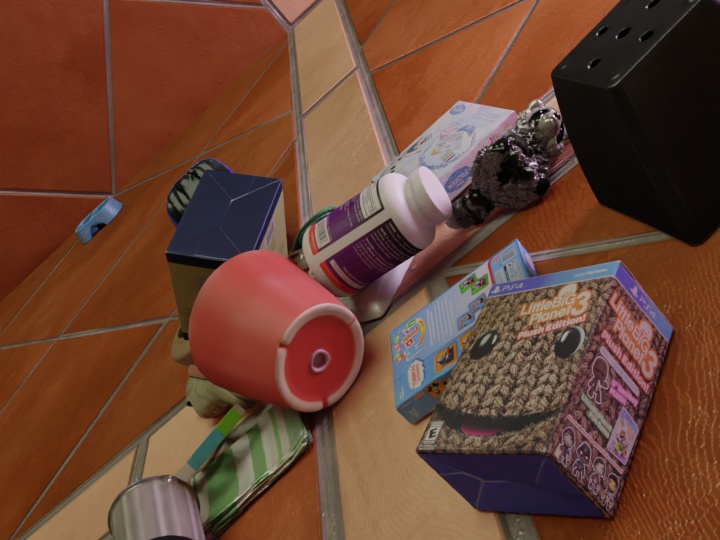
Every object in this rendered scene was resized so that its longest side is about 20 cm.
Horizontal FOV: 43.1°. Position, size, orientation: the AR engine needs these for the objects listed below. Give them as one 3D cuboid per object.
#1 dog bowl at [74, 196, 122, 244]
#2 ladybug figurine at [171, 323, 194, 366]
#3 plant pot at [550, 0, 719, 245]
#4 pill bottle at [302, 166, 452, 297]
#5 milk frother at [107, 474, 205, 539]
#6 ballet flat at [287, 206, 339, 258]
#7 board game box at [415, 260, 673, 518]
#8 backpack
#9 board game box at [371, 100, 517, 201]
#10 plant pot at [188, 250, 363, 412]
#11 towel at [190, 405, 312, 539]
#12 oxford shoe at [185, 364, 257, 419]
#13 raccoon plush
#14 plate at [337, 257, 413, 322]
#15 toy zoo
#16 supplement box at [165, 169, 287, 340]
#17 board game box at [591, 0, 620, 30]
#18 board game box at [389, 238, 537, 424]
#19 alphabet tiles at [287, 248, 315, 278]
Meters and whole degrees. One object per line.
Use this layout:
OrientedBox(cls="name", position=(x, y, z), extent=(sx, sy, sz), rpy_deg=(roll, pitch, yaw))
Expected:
OrientedBox(cls="dog bowl", position=(-0.899, -0.176, 3.121), extent=(0.199, 0.050, 0.112), rpy_deg=(-37, 24, 17))
OrientedBox(cls="ladybug figurine", position=(-0.257, 0.091, 1.595), extent=(0.135, 0.072, 0.202), rpy_deg=(-23, 32, 42))
OrientedBox(cls="plant pot", position=(0.319, -0.181, 0.947), extent=(0.200, 0.178, 0.200), rpy_deg=(-43, 24, 1))
OrientedBox(cls="pill bottle", position=(0.024, -0.055, 1.241), extent=(0.198, 0.113, 0.113), rpy_deg=(-32, 26, 23))
OrientedBox(cls="milk frother", position=(-0.278, 0.346, 1.045), extent=(0.181, 0.199, 0.188), rpy_deg=(-52, 29, 7))
OrientedBox(cls="ballet flat", position=(-0.079, -0.038, 1.471), extent=(0.201, 0.067, 0.071), rpy_deg=(-54, 14, 27))
OrientedBox(cls="board game box", position=(0.168, 0.108, 0.829), extent=(0.158, 0.097, 0.202), rpy_deg=(-14, 38, 50))
OrientedBox(cls="backpack", position=(-0.265, -0.095, 1.724), extent=(0.163, 0.200, 0.168), rpy_deg=(-46, -8, -9))
OrientedBox(cls="board game box", position=(0.130, -0.175, 1.402), extent=(0.199, 0.043, 0.200), rpy_deg=(-43, 23, -4))
OrientedBox(cls="plant pot", position=(-0.101, 0.090, 1.204), extent=(0.176, 0.201, 0.201), rpy_deg=(21, 67, 48))
OrientedBox(cls="towel", position=(-0.149, 0.254, 1.214), extent=(0.200, 0.023, 0.153), rpy_deg=(-44, 23, 4))
OrientedBox(cls="oxford shoe", position=(-0.211, 0.194, 1.385), extent=(0.199, 0.070, 0.075), rpy_deg=(5, 79, 60))
OrientedBox(cls="raccoon plush", position=(0.192, -0.150, 1.227), extent=(0.198, 0.097, 0.135), rpy_deg=(-20, 26, 45))
OrientedBox(cls="plate", position=(0.000, 0.000, 1.366), extent=(0.198, 0.032, 0.201), rpy_deg=(-16, 37, 48))
OrientedBox(cls="toy zoo", position=(-0.238, 0.276, 1.235), extent=(0.200, 0.020, 0.131), rpy_deg=(-50, 1, -33))
OrientedBox(cls="supplement box", position=(-0.206, -0.016, 1.469), extent=(0.132, 0.202, 0.202), rpy_deg=(8, 46, 8))
OrientedBox(cls="board game box", position=(0.434, -0.359, 1.189), extent=(0.200, 0.062, 0.200), rpy_deg=(-45, 23, -1))
OrientedBox(cls="board game box", position=(0.120, 0.068, 1.050), extent=(0.199, 0.037, 0.152), rpy_deg=(-37, 25, 18))
OrientedBox(cls="alphabet tiles", position=(-0.091, 0.054, 1.371), extent=(0.166, 0.007, 0.203), rpy_deg=(-20, 55, 45))
